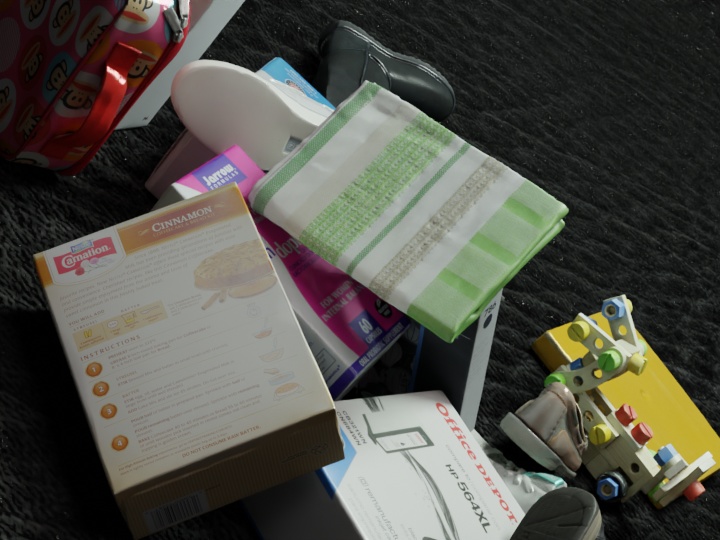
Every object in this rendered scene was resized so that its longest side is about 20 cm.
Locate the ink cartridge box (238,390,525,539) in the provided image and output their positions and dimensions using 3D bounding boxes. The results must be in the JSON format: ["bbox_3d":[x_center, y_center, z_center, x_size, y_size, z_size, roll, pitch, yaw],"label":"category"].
[{"bbox_3d":[0.017,0.172,1.262,0.199,0.084,0.146,-2,53,-53],"label":"ink cartridge box"}]

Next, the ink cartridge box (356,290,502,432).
[{"bbox_3d":[0.055,0.041,1.343,0.099,0.201,0.039,27,42,24],"label":"ink cartridge box"}]

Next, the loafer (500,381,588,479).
[{"bbox_3d":[0.168,0.133,1.459,0.072,0.063,0.200,42,3,14],"label":"loafer"}]

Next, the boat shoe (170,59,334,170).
[{"bbox_3d":[-0.070,-0.123,1.391,0.199,0.072,0.069,16,19,-30],"label":"boat shoe"}]

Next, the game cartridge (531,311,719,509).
[{"bbox_3d":[0.273,0.133,1.709,0.200,0.032,0.176,55,30,14],"label":"game cartridge"}]

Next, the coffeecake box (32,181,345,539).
[{"bbox_3d":[-0.118,0.057,1.164,0.073,0.153,0.201,82,-15,-56],"label":"coffeecake box"}]

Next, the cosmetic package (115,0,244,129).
[{"bbox_3d":[-0.182,-0.240,1.430,0.151,0.200,0.052,50,30,13],"label":"cosmetic package"}]

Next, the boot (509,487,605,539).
[{"bbox_3d":[0.132,0.277,1.257,0.200,0.073,0.151,-53,133,-26],"label":"boot"}]

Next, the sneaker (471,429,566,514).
[{"bbox_3d":[0.124,0.182,1.383,0.075,0.089,0.201,2,49,-49],"label":"sneaker"}]

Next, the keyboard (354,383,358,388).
[{"bbox_3d":[-0.005,0.078,1.441,0.199,0.011,0.057,21,41,-36],"label":"keyboard"}]

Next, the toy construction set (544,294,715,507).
[{"bbox_3d":[0.242,0.135,1.552,0.092,0.131,0.201,7,44,-50],"label":"toy construction set"}]

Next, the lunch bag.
[{"bbox_3d":[-0.212,-0.173,1.303,0.082,0.200,0.177,15,42,-39],"label":"lunch bag"}]

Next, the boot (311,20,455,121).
[{"bbox_3d":[0.022,-0.155,1.723,0.164,0.066,0.200,27,29,-14],"label":"boot"}]

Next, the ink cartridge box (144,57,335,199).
[{"bbox_3d":[-0.076,-0.083,1.480,0.144,0.085,0.200,43,28,-1],"label":"ink cartridge box"}]

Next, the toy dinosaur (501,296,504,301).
[{"bbox_3d":[0.053,0.007,1.554,0.135,0.102,0.201,16,55,-17],"label":"toy dinosaur"}]

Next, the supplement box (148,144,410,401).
[{"bbox_3d":[-0.077,0.018,1.320,0.200,0.103,0.101,44,35,4],"label":"supplement box"}]

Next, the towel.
[{"bbox_3d":[0.034,-0.045,1.282,0.200,0.031,0.149,35,66,23],"label":"towel"}]
